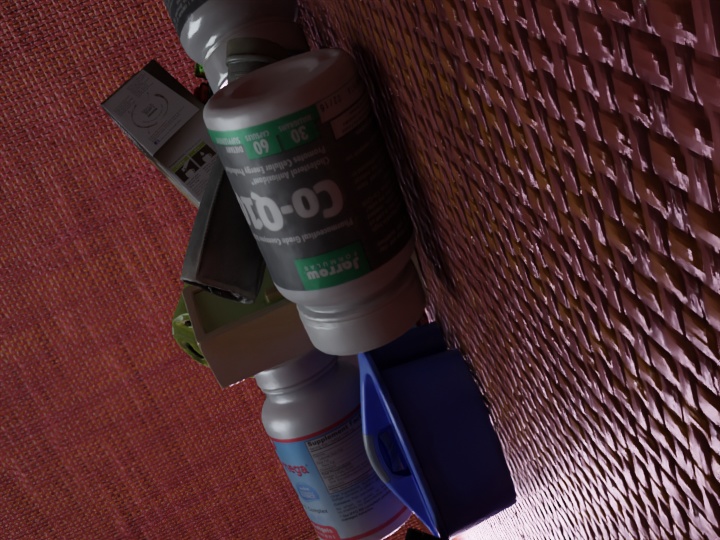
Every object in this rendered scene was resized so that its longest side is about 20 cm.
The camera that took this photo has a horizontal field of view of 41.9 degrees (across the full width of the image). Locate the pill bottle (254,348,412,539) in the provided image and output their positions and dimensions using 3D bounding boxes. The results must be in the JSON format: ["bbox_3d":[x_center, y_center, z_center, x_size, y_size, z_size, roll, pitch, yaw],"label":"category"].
[{"bbox_3d":[-0.029,0.160,0.911,0.109,0.108,0.201,-130,15,-73],"label":"pill bottle"}]

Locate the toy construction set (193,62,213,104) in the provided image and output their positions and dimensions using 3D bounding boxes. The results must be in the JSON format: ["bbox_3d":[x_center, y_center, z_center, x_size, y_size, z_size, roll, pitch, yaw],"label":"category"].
[{"bbox_3d":[-0.137,-0.239,1.023,0.200,0.092,0.132,-105,22,-82],"label":"toy construction set"}]

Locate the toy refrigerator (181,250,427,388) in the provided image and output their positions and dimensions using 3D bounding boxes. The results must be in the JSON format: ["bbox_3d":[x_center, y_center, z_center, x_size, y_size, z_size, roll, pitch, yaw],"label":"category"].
[{"bbox_3d":[-0.050,0.018,0.829,0.076,0.199,0.070,-118,7,-47],"label":"toy refrigerator"}]

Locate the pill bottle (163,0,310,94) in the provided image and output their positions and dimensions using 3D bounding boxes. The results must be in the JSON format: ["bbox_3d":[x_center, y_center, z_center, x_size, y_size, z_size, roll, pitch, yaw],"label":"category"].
[{"bbox_3d":[-0.125,-0.258,0.855,0.113,0.113,0.201,87,159,-77],"label":"pill bottle"}]

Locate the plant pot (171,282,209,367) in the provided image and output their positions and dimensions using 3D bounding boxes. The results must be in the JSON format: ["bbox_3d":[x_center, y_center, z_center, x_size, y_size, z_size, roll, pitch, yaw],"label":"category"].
[{"bbox_3d":[-0.131,0.018,1.113,0.200,0.199,0.191,72,-147,-48],"label":"plant pot"}]

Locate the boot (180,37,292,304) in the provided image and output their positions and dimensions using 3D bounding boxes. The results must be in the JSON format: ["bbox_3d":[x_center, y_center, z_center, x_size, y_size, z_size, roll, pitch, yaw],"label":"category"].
[{"bbox_3d":[-0.079,-0.071,0.785,0.182,0.072,0.201,18,-106,-64],"label":"boot"}]

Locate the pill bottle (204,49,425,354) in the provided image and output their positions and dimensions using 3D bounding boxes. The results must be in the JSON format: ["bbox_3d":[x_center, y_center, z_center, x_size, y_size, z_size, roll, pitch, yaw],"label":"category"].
[{"bbox_3d":[-0.026,-0.047,0.685,0.113,0.113,0.201,-124,11,-65],"label":"pill bottle"}]

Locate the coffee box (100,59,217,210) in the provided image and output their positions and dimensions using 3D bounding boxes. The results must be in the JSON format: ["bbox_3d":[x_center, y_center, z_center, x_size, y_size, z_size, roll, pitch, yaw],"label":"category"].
[{"bbox_3d":[-0.176,-0.124,1.012,0.200,0.080,0.114,43,172,30],"label":"coffee box"}]

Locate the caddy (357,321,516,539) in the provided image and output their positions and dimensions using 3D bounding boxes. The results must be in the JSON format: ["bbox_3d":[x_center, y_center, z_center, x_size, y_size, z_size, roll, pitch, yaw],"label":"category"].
[{"bbox_3d":[0.055,0.145,0.830,0.141,0.105,0.201,-123,11,-69],"label":"caddy"}]

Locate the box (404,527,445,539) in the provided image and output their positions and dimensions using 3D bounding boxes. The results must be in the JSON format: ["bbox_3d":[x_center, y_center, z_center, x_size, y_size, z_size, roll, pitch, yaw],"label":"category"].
[{"bbox_3d":[0.091,0.252,0.699,0.200,0.140,0.079,81,-155,-73],"label":"box"}]

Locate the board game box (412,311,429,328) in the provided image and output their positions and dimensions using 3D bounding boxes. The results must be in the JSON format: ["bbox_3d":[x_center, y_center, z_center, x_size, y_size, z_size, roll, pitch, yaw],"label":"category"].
[{"bbox_3d":[0.038,0.087,0.941,0.103,0.019,0.201,-1,118,44],"label":"board game box"}]

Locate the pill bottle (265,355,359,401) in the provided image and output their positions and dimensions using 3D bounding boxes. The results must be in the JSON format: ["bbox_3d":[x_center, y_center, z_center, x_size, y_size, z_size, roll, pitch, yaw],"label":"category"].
[{"bbox_3d":[-0.051,0.147,1.068,0.200,0.113,0.114,93,155,-52],"label":"pill bottle"}]
